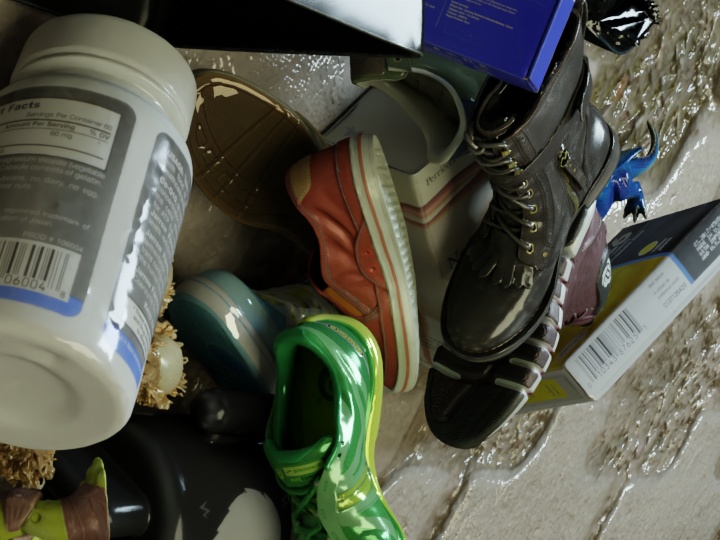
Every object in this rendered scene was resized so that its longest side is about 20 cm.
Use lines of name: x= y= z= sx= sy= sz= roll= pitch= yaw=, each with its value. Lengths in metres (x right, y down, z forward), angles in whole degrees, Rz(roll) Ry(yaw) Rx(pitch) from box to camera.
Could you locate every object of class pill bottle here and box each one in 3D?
pill bottle: x=-0.146 y=-0.024 z=0.820 sx=0.114 sy=0.113 sz=0.200 roll=61 pitch=31 yaw=-47

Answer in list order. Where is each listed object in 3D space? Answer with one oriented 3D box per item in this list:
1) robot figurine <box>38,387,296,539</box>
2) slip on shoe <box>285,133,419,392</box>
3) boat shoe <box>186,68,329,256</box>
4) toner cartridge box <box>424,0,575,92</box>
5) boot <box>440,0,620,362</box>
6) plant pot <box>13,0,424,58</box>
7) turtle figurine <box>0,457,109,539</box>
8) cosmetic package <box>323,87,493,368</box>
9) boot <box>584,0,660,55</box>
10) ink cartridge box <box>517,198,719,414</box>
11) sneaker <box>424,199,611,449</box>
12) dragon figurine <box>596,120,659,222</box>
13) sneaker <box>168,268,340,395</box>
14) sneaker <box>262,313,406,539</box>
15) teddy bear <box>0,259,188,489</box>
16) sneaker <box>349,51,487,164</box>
robot figurine: x=-0.111 y=0.148 z=0.998 sx=0.200 sy=0.150 sz=0.125 roll=9 pitch=64 yaw=-52
slip on shoe: x=0.000 y=0.000 z=1.008 sx=0.200 sy=0.061 sz=0.074 roll=73 pitch=10 yaw=-46
boat shoe: x=-0.053 y=-0.066 z=1.009 sx=0.072 sy=0.065 sz=0.200 roll=-47 pitch=135 yaw=8
toner cartridge box: x=0.023 y=-0.180 z=0.927 sx=0.095 sy=0.200 sz=0.043 roll=-67 pitch=166 yaw=1
boot: x=0.089 y=-0.053 z=1.004 sx=0.200 sy=0.069 sz=0.174 roll=-62 pitch=157 yaw=-8
plant pot: x=-0.086 y=-0.213 z=0.796 sx=0.199 sy=0.200 sz=0.178 roll=12 pitch=88 yaw=-52
turtle figurine: x=-0.208 y=0.128 z=0.826 sx=0.161 sy=0.065 sz=0.200 roll=-4 pitch=148 yaw=-17
cosmetic package: x=0.056 y=-0.032 z=1.138 sx=0.103 sy=0.087 sz=0.200 roll=-44 pitch=138 yaw=-25
boot: x=0.094 y=-0.225 z=1.014 sx=0.076 sy=0.168 sz=0.200 roll=-51 pitch=140 yaw=-19
ink cartridge box: x=0.177 y=0.033 z=1.273 sx=0.198 sy=0.200 sz=0.047 roll=-45 pitch=102 yaw=-24
sneaker: x=0.122 y=0.040 z=1.126 sx=0.200 sy=0.076 sz=0.115 roll=-62 pitch=147 yaw=-6
dragon figurine: x=0.182 y=-0.074 z=1.289 sx=0.200 sy=0.059 sz=0.100 roll=-42 pitch=140 yaw=-24
sneaker: x=-0.041 y=0.022 z=1.060 sx=0.131 sy=0.079 sz=0.200 roll=-53 pitch=150 yaw=-14
sneaker: x=-0.023 y=0.125 z=0.962 sx=0.083 sy=0.074 sz=0.201 roll=8 pitch=71 yaw=-56
teddy bear: x=-0.179 y=0.039 z=0.899 sx=0.200 sy=0.067 sz=0.145 roll=-31 pitch=115 yaw=-35
sneaker: x=0.022 y=-0.151 z=0.999 sx=0.200 sy=0.067 sz=0.090 roll=49 pitch=67 yaw=-21
